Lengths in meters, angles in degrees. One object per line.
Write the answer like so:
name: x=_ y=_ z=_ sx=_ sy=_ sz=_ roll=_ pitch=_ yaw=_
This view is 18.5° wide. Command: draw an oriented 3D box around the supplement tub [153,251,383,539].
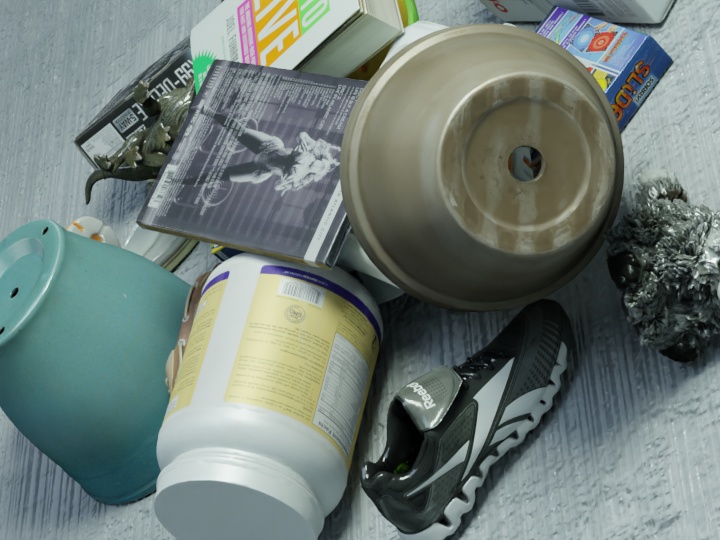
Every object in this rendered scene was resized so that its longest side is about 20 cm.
supplement tub: x=-0.070 y=0.102 z=1.638 sx=0.145 sy=0.145 sz=0.201 roll=-19 pitch=44 yaw=40

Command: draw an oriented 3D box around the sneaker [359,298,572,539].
sneaker: x=0.070 y=0.094 z=1.523 sx=0.201 sy=0.090 sz=0.066 roll=-54 pitch=33 yaw=-5

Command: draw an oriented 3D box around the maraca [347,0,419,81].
maraca: x=-0.023 y=-0.164 z=1.887 sx=0.200 sy=0.107 sz=0.137 roll=-51 pitch=45 yaw=15

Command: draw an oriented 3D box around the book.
book: x=-0.058 y=-0.193 z=1.765 sx=0.200 sy=0.048 sz=0.134 roll=-37 pitch=47 yaw=34

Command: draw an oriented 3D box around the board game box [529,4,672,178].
board game box: x=0.135 y=-0.106 z=1.696 sx=0.200 sy=0.034 sz=0.135 roll=-53 pitch=32 yaw=-4

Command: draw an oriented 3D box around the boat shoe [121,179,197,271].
boat shoe: x=-0.164 y=-0.080 z=2.010 sx=0.201 sy=0.068 sz=0.075 roll=-54 pitch=36 yaw=-3

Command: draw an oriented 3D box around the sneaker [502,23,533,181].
sneaker: x=0.092 y=-0.102 z=1.646 sx=0.077 sy=0.078 sz=0.201 roll=-33 pitch=31 yaw=47

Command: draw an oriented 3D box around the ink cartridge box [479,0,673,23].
ink cartridge box: x=0.147 y=-0.270 z=1.742 sx=0.199 sy=0.146 sz=0.084 roll=10 pitch=66 yaw=54

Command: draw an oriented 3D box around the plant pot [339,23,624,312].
plant pot: x=0.094 y=-0.070 z=1.461 sx=0.200 sy=0.200 sz=0.174 roll=-53 pitch=7 yaw=-4

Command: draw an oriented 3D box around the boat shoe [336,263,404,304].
boat shoe: x=0.000 y=0.000 z=1.740 sx=0.064 sy=0.071 sz=0.199 roll=-31 pitch=9 yaw=-35

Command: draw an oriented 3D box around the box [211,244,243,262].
box: x=-0.031 y=-0.067 z=1.830 sx=0.199 sy=0.070 sz=0.065 roll=-33 pitch=37 yaw=26

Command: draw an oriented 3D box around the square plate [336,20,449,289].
square plate: x=0.036 y=-0.092 z=1.630 sx=0.198 sy=0.028 sz=0.201 roll=21 pitch=86 yaw=63

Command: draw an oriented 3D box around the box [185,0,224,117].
box: x=-0.085 y=-0.142 z=1.830 sx=0.136 sy=0.040 sz=0.201 roll=6 pitch=76 yaw=48

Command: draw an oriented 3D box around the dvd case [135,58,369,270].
dvd case: x=-0.067 y=-0.083 z=1.665 sx=0.199 sy=0.016 sz=0.149 roll=12 pitch=71 yaw=40

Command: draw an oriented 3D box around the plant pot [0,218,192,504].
plant pot: x=-0.232 y=0.063 z=1.841 sx=0.199 sy=0.188 sz=0.201 roll=-32 pitch=37 yaw=28

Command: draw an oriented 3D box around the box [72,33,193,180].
box: x=-0.167 y=-0.185 z=2.088 sx=0.200 sy=0.050 sz=0.158 roll=-36 pitch=11 yaw=22

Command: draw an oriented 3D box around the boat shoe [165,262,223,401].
boat shoe: x=-0.119 y=0.088 z=1.765 sx=0.071 sy=0.076 sz=0.201 roll=-7 pitch=62 yaw=44

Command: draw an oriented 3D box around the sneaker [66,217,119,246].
sneaker: x=-0.283 y=0.048 z=2.022 sx=0.077 sy=0.078 sz=0.201 roll=-25 pitch=35 yaw=52

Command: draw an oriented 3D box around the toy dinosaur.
toy dinosaur: x=-0.168 y=-0.114 z=1.928 sx=0.077 sy=0.102 sz=0.200 roll=49 pitch=119 yaw=28

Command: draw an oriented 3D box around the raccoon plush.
raccoon plush: x=0.237 y=-0.033 z=1.451 sx=0.133 sy=0.097 sz=0.201 roll=-24 pitch=40 yaw=24
